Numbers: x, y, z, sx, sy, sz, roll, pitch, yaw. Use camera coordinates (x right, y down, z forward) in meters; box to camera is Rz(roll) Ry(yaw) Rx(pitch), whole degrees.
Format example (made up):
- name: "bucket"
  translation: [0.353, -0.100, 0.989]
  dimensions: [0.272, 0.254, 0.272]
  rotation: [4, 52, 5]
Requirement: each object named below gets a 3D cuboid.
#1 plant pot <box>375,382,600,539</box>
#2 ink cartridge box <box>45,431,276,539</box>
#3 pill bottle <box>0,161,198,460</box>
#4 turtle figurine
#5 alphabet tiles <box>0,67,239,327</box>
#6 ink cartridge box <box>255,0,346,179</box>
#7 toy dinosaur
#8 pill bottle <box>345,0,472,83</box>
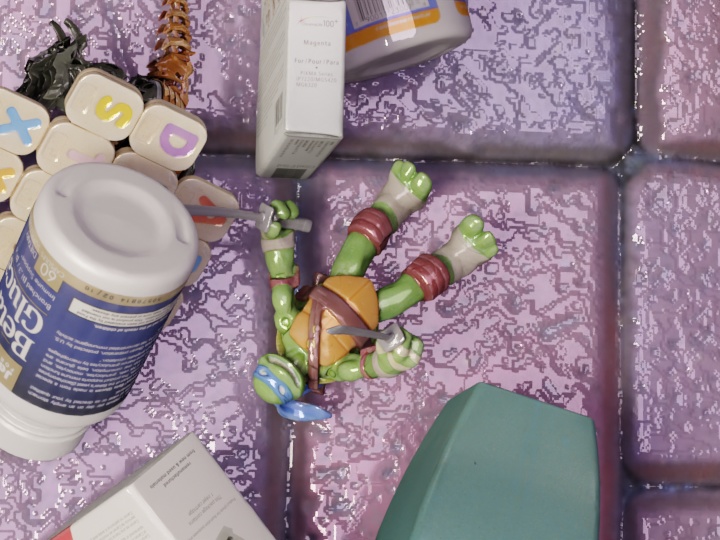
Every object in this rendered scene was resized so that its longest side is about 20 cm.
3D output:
- name: "plant pot"
  translation: [0.088, 0.190, 1.431]
  dimensions: [0.141, 0.141, 0.201]
  rotation: [18, 75, -8]
- name: "ink cartridge box"
  translation: [-0.114, 0.233, 1.379]
  dimensions: [0.200, 0.147, 0.083]
  rotation: [53, 38, -2]
- name: "pill bottle"
  translation: [-0.191, 0.034, 1.362]
  dimensions: [0.111, 0.200, 0.111]
  rotation: [18, 40, -15]
- name: "turtle figurine"
  translation: [0.000, 0.000, 1.417]
  dimensions: [0.194, 0.144, 0.200]
  rotation: [-43, 132, -28]
- name: "alphabet tiles"
  translation: [-0.193, -0.039, 1.406]
  dimensions: [0.195, 0.015, 0.200]
  rotation: [26, 110, -21]
- name: "ink cartridge box"
  translation: [-0.042, -0.162, 1.410]
  dimensions: [0.043, 0.200, 0.174]
  rotation: [3, 84, -8]
- name: "toy dinosaur"
  translation: [-0.173, -0.113, 1.453]
  dimensions: [0.135, 0.102, 0.201]
  rotation: [24, 62, -22]
- name: "pill bottle"
  translation: [0.001, -0.246, 1.473]
  dimensions: [0.112, 0.112, 0.201]
  rotation: [-17, 86, -11]
